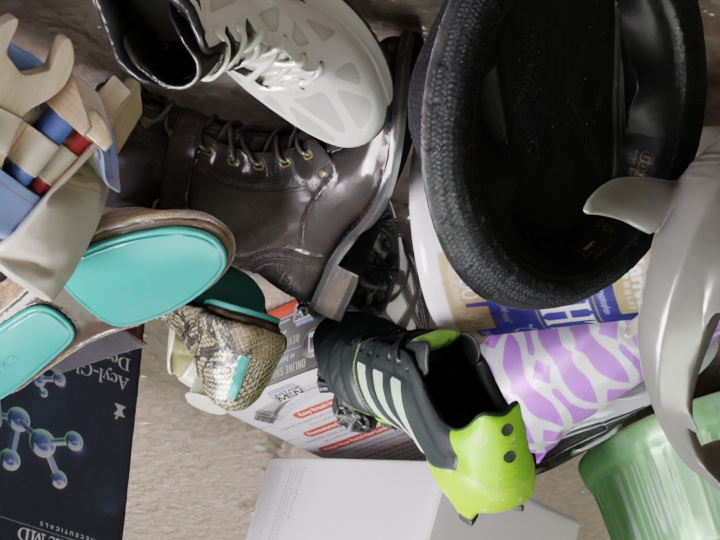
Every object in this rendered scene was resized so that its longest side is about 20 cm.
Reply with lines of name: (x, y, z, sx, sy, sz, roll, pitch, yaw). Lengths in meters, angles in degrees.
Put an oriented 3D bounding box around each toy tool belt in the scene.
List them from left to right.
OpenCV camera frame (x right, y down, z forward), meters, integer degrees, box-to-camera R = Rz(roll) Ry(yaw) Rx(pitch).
toy tool belt: (-0.180, -0.079, 0.951, 0.125, 0.123, 0.200, 33, 173, 27)

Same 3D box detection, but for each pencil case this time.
pencil case: (0.160, 0.035, 1.171, 0.200, 0.084, 0.085, -33, 121, 25)

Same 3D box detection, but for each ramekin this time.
ramekin: (0.258, 0.153, 1.328, 0.199, 0.098, 0.200, -13, 160, -5)

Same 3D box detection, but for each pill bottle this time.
pill bottle: (0.136, -0.031, 1.064, 0.199, 0.120, 0.120, -7, 148, 15)

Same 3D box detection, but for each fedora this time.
fedora: (0.081, -0.085, 0.959, 0.200, 0.201, 0.091, 30, 174, -39)

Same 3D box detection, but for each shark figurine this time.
shark figurine: (0.176, 0.029, 0.950, 0.128, 0.215, 0.089, -4, -166, -33)

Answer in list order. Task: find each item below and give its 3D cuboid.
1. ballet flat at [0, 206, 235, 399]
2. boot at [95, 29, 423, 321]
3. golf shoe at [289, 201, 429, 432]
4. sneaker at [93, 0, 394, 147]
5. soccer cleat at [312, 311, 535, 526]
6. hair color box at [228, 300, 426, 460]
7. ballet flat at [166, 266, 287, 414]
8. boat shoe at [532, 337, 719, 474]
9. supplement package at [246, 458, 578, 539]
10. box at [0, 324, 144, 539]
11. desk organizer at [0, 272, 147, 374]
ballet flat: (-0.152, 0.003, 1.064, 0.200, 0.067, 0.068, -26, 125, 22)
boot: (-0.065, -0.066, 1.060, 0.174, 0.069, 0.200, 21, 123, 1)
golf shoe: (0.000, 0.000, 1.178, 0.077, 0.095, 0.201, 3, 125, 15)
sneaker: (-0.064, -0.102, 0.922, 0.076, 0.116, 0.200, -26, 126, 32)
soccer cleat: (0.035, 0.058, 1.055, 0.067, 0.200, 0.081, -16, 122, -24)
hair color box: (0.012, 0.087, 1.325, 0.111, 0.064, 0.200, -23, 143, 37)
ballet flat: (-0.087, 0.043, 1.148, 0.068, 0.076, 0.200, 17, -175, -12)
boat shoe: (0.144, 0.080, 1.274, 0.199, 0.072, 0.071, -25, 148, 11)
supplement package: (0.024, 0.198, 1.276, 0.121, 0.120, 0.200, 27, 161, -31)
box: (-0.233, 0.103, 1.231, 0.148, 0.201, 0.107, 24, 144, -32)
desk organizer: (-0.212, -0.021, 1.142, 0.072, 0.077, 0.200, -18, 144, 28)
